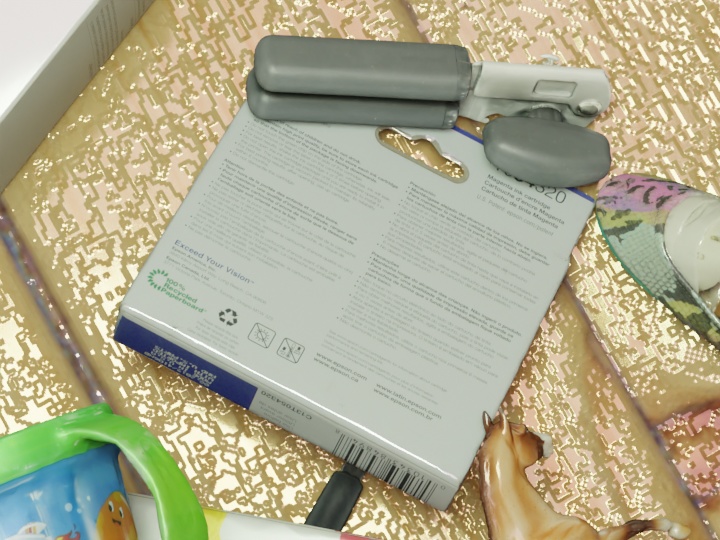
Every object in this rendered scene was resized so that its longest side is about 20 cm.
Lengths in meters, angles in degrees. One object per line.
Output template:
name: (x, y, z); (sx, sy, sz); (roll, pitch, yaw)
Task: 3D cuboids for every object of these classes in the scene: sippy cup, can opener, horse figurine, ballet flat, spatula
sippy cup: (-0.158, 0.147, 1.256); (0.139, 0.178, 0.131); (-20, 86, -25)
can opener: (0.040, -0.089, 1.408); (0.200, 0.053, 0.067); (6, 56, -10)
horse figurine: (0.092, 0.184, 1.352); (0.132, 0.050, 0.200); (21, 86, -37)
ballet flat: (0.208, 0.016, 1.405); (0.069, 0.071, 0.200); (-38, 83, -23)
spatula: (0.002, 0.095, 1.406); (0.056, 0.021, 0.200); (27, 80, 3)

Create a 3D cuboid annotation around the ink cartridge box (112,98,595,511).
ink cartridge box: (0.000, 0.000, 1.400); (0.196, 0.043, 0.200); (28, 55, 3)

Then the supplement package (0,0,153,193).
supplement package: (-0.207, -0.125, 1.385); (0.120, 0.121, 0.200); (37, 79, 3)

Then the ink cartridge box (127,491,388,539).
ink cartridge box: (-0.073, 0.195, 1.338); (0.200, 0.083, 0.145); (10, 79, 10)
